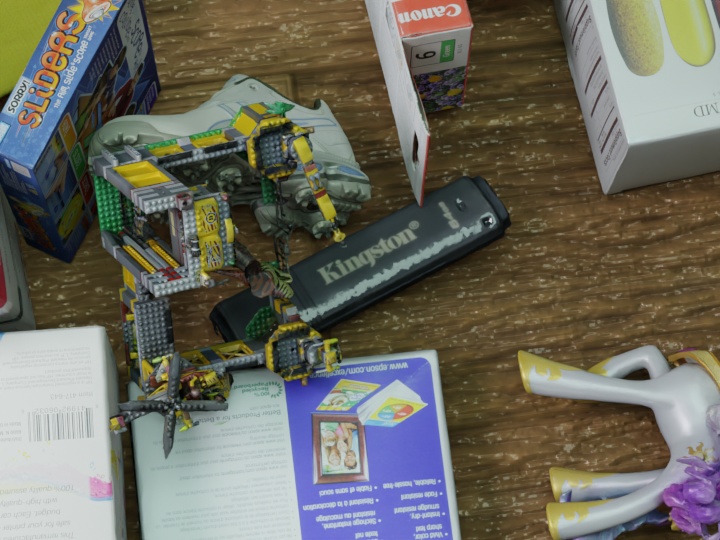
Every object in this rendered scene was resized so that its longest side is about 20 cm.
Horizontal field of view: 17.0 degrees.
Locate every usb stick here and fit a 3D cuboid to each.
[{"bbox_3d":[0.000,0.000,1.531,0.200,0.033,0.055,-27,48,-9],"label":"usb stick"}]

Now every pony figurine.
[{"bbox_3d":[0.211,0.112,1.467,0.200,0.167,0.193,-13,68,10],"label":"pony figurine"}]

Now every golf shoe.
[{"bbox_3d":[-0.089,-0.080,1.507,0.200,0.078,0.097,11,54,-39],"label":"golf shoe"}]

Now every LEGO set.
[{"bbox_3d":[-0.075,0.004,1.401,0.154,0.116,0.200,-5,110,-23],"label":"LEGO set"}]

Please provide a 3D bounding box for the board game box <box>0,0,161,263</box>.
[{"bbox_3d":[-0.172,-0.095,1.468,0.034,0.200,0.135,25,75,6],"label":"board game box"}]

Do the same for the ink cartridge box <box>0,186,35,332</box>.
[{"bbox_3d":[-0.257,-0.034,1.443,0.084,0.200,0.145,-11,83,-3],"label":"ink cartridge box"}]

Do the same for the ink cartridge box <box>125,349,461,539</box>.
[{"bbox_3d":[-0.039,0.157,1.486,0.198,0.043,0.200,-6,73,-3],"label":"ink cartridge box"}]

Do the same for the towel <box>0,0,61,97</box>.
[{"bbox_3d":[-0.244,-0.145,1.526,0.200,0.086,0.018,-25,39,4],"label":"towel"}]

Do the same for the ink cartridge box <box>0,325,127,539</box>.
[{"bbox_3d":[-0.207,0.147,1.442,0.128,0.125,0.200,-3,76,-3],"label":"ink cartridge box"}]

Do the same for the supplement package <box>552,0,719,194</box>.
[{"bbox_3d":[0.192,-0.166,1.546,0.114,0.110,0.200,-12,76,-6],"label":"supplement package"}]

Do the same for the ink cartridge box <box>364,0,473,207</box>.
[{"bbox_3d":[0.039,-0.154,1.526,0.050,0.109,0.200,-11,68,-6],"label":"ink cartridge box"}]
